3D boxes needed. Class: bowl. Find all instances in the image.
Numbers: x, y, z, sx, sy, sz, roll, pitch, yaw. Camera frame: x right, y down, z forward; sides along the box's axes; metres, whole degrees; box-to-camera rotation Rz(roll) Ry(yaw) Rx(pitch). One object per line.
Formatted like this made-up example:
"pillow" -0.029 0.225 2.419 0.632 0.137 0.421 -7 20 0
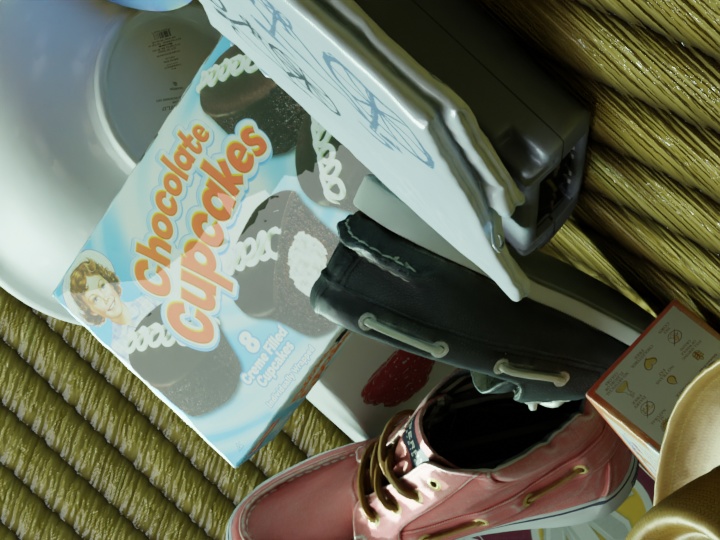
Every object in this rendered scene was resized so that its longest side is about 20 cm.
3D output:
"bowl" -0.107 -0.077 1.457 0.201 0.201 0.090 45 149 -19

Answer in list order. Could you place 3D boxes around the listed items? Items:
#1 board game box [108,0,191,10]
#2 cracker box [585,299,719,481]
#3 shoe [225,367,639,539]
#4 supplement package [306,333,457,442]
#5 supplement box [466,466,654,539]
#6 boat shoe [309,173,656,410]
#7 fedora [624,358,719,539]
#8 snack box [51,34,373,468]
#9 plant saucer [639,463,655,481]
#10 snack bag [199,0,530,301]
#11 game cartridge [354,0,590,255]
"board game box" -0.141 -0.198 1.341 0.158 0.039 0.200 17 154 42
"cracker box" 0.192 0.109 1.161 0.200 0.058 0.134 41 175 39
"shoe" 0.024 0.090 1.369 0.091 0.200 0.072 59 -160 -58
"supplement package" 0.000 0.000 1.435 0.120 0.121 0.200 41 175 28
"supplement box" 0.152 0.167 1.578 0.200 0.131 0.103 41 175 20
"boat shoe" 0.061 0.022 1.215 0.200 0.060 0.076 26 -170 -33
"fedora" 0.144 0.131 1.048 0.201 0.082 0.201 31 129 46
"snack box" -0.041 -0.021 1.276 0.116 0.200 0.037 43 -144 9
"plant saucer" 0.172 0.099 1.412 0.200 0.032 0.200 44 175 5
"snack bag" -0.012 -0.076 1.049 0.189 0.021 0.200 43 175 23
"game cartridge" 0.025 -0.073 1.096 0.133 0.041 0.200 40 175 7
